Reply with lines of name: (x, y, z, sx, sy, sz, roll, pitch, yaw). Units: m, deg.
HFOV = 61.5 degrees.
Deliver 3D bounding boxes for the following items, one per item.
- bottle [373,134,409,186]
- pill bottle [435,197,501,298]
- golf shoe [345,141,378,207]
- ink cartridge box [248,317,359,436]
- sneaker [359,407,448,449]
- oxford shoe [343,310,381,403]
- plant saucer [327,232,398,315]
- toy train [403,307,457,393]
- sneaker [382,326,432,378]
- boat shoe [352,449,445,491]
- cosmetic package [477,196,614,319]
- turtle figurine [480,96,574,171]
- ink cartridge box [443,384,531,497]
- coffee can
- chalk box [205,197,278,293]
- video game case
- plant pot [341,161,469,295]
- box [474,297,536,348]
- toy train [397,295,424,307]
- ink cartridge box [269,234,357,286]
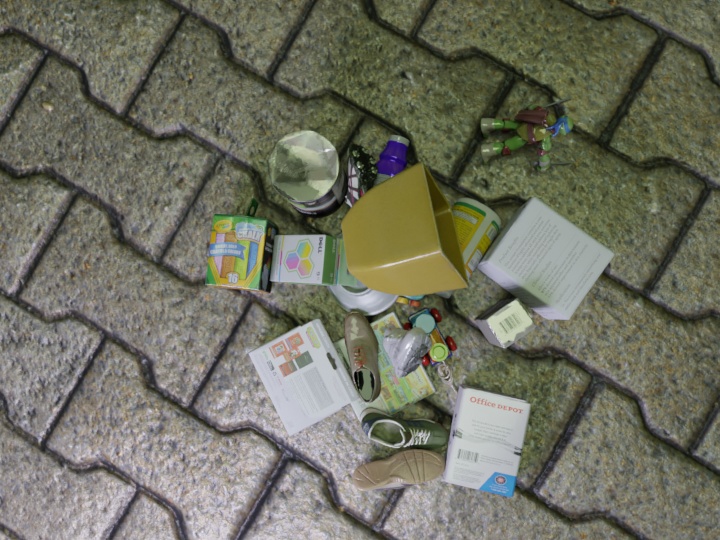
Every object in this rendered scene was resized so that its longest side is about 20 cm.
bottle: (0.057, -0.199, 1.347, 0.083, 0.065, 0.201, 15, 86, 35)
pill bottle: (0.206, -0.046, 1.299, 0.112, 0.113, 0.200, 32, 82, 5)
golf shoe: (-0.006, -0.187, 1.304, 0.088, 0.077, 0.201, -37, 52, 37)
ink cartridge box: (-0.117, 0.226, 1.323, 0.175, 0.084, 0.201, -27, 85, 3)
sneaker: (0.095, 0.352, 1.287, 0.199, 0.090, 0.067, 15, 97, -4)
oxford shoe: (0.007, 0.186, 1.299, 0.070, 0.075, 0.201, -15, 88, 4)
plant saucer: (0.000, 0.000, 1.316, 0.199, 0.050, 0.201, 1, 91, 26)
toy train: (0.169, 0.177, 1.294, 0.084, 0.116, 0.201, -28, 85, 2)
sneaker: (0.083, 0.153, 1.245, 0.078, 0.200, 0.100, -30, 70, -20)
boat shoe: (0.083, 0.434, 1.308, 0.199, 0.065, 0.072, -14, 67, 1)
cosmetic package: (0.379, -0.021, 1.269, 0.200, 0.166, 0.168, 37, 89, 4)
turtle figurine: (0.372, -0.290, 1.336, 0.193, 0.200, 0.145, -3, 109, 23)
ink cartridge box: (0.267, 0.358, 1.291, 0.145, 0.084, 0.201, 13, 86, 4)
coffee can: (-0.107, -0.201, 1.295, 0.146, 0.200, 0.147, 0, 86, 4)
chalk box: (-0.256, -0.058, 1.334, 0.123, 0.125, 0.201, 5, 85, 4)
video game case: (0.041, 0.221, 1.346, 0.181, 0.023, 0.201, -28, 84, 1)
plant pot: (0.076, -0.057, 1.184, 0.199, 0.195, 0.195, -17, 63, 18)
box: (0.294, 0.107, 1.248, 0.082, 0.200, 0.069, -34, 85, 0)
toy train: (0.101, -0.018, 1.342, 0.150, 0.056, 0.200, -37, 84, 1)
ink cartridge box: (-0.100, -0.022, 1.309, 0.199, 0.059, 0.104, 2, 85, 34)
